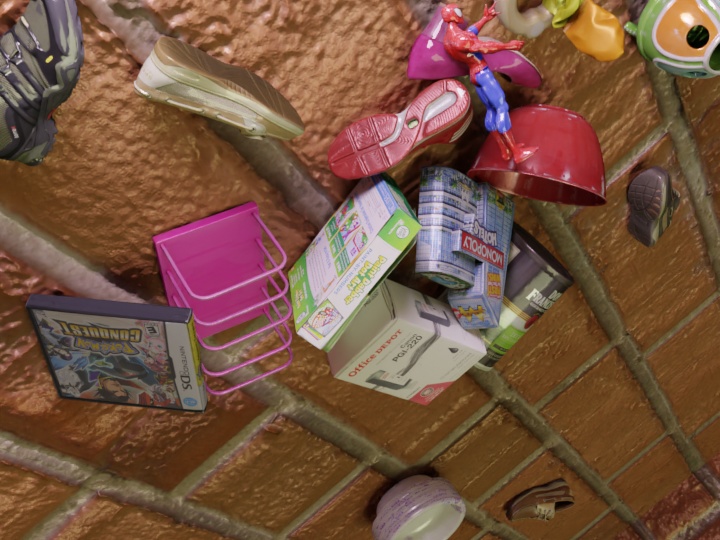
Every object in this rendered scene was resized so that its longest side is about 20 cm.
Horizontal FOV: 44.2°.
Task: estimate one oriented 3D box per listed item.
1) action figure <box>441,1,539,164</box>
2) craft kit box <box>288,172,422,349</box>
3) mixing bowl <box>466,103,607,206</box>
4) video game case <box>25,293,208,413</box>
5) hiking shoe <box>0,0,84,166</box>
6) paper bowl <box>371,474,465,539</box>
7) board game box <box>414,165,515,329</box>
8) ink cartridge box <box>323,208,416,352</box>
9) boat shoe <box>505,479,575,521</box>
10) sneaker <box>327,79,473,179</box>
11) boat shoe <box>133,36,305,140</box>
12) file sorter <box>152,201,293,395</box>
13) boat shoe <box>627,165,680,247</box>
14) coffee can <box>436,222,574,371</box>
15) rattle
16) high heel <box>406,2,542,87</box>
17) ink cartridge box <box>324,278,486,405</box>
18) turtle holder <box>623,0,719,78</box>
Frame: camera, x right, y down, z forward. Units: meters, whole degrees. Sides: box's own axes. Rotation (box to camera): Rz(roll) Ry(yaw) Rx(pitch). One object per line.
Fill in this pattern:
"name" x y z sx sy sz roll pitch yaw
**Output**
"action figure" 0.168 -0.240 1.059 0.099 0.065 0.201 -37 110 -6
"craft kit box" -0.015 -0.024 1.134 0.048 0.200 0.198 38 103 -19
"mixing bowl" 0.254 -0.165 1.237 0.199 0.199 0.110 15 87 -45
"video game case" -0.297 0.107 1.104 0.197 0.026 0.182 5 135 3
"hiking shoe" -0.325 -0.184 0.828 0.100 0.076 0.201 -2 131 -41
"paper bowl" 0.113 0.508 1.856 0.199 0.105 0.202 -21 139 -19
"board game box" 0.153 -0.026 1.262 0.061 0.202 0.199 -6 164 33
"ink cartridge box" 0.000 0.000 1.220 0.048 0.146 0.201 33 109 -10
"boat shoe" 0.461 0.590 2.236 0.198 0.074 0.076 -15 137 -26
"sneaker" 0.062 -0.165 1.150 0.198 0.079 0.115 -22 167 16
"boat shoe" -0.149 -0.185 0.972 0.199 0.074 0.063 17 125 -43
"file sorter" -0.166 0.044 1.144 0.138 0.126 0.201 -22 140 -20
"boat shoe" 0.519 -0.124 1.565 0.073 0.074 0.201 -39 152 -14
"coffee can" 0.223 0.040 1.429 0.200 0.147 0.146 -48 141 15
"rattle" 0.221 -0.334 1.057 0.129 0.144 0.200 -25 151 15
"high heel" 0.145 -0.254 1.130 0.199 0.067 0.097 22 105 -32
"ink cartridge box" 0.065 0.108 1.304 0.199 0.085 0.146 23 124 -36
"turtle holder" 0.479 -0.330 1.261 0.141 0.132 0.185 -43 142 7
